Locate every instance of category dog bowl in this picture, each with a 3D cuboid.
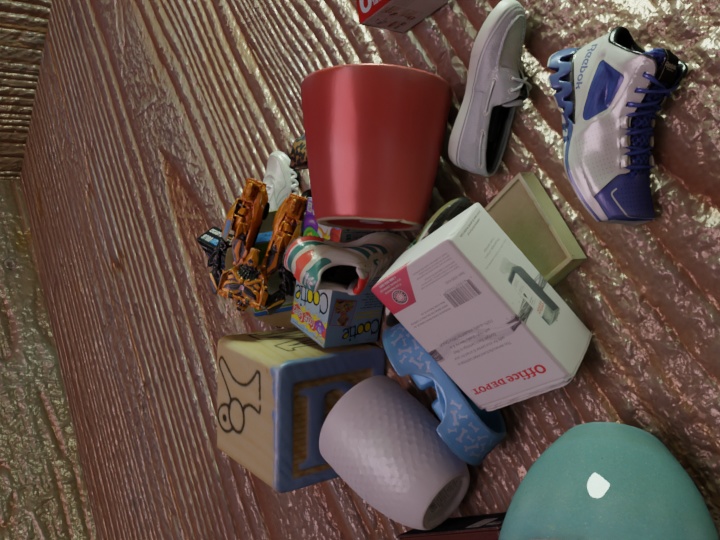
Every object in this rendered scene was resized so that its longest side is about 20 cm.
[{"bbox_3d":[0.107,0.141,0.851,0.050,0.111,0.201,-39,75,20],"label":"dog bowl"}]

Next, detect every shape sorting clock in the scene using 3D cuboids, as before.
[{"bbox_3d":[-0.121,-0.002,1.117,0.039,0.198,0.201,-87,10,-67],"label":"shape sorting clock"}]

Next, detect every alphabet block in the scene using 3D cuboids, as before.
[{"bbox_3d":[-0.097,0.203,1.074,0.199,0.195,0.197,12,101,52],"label":"alphabet block"}]

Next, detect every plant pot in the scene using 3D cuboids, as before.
[{"bbox_3d":[0.238,0.226,0.655,0.200,0.199,0.135,-32,33,50],"label":"plant pot"},{"bbox_3d":[0.016,-0.146,0.880,0.200,0.199,0.179,0,87,53],"label":"plant pot"}]

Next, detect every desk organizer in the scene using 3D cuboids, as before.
[{"bbox_3d":[0.140,0.359,0.871,0.200,0.071,0.078,-33,69,50],"label":"desk organizer"}]

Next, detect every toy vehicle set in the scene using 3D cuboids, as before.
[{"bbox_3d":[0.169,-0.007,0.837,0.200,0.026,0.125,-50,55,43],"label":"toy vehicle set"}]

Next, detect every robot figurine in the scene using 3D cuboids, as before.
[{"bbox_3d":[-0.158,-0.031,1.050,0.144,0.058,0.201,19,96,5],"label":"robot figurine"}]

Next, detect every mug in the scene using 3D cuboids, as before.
[{"bbox_3d":[0.057,0.269,0.935,0.175,0.147,0.201,36,151,38],"label":"mug"}]

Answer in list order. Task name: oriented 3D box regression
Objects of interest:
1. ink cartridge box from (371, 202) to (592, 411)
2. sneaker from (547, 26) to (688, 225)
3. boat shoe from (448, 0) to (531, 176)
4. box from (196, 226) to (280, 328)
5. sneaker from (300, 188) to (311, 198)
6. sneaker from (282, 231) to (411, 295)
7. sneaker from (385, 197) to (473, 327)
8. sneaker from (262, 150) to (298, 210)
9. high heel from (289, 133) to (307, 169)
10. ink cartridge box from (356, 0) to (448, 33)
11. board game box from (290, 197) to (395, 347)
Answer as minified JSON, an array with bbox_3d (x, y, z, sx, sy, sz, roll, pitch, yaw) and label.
[{"bbox_3d":[0.134,0.047,0.766,0.200,0.085,0.145,49,139,-6],"label":"ink cartridge box"},{"bbox_3d":[0.257,-0.151,0.663,0.115,0.080,0.201,-29,68,53],"label":"sneaker"},{"bbox_3d":[0.164,-0.206,0.803,0.071,0.070,0.202,35,124,35],"label":"boat shoe"},{"bbox_3d":[-0.211,0.009,1.255,0.200,0.046,0.160,21,145,56],"label":"box"},{"bbox_3d":[-0.108,-0.047,1.170,0.080,0.073,0.201,41,124,46],"label":"sneaker"},{"bbox_3d":[0.000,0.000,0.919,0.094,0.199,0.071,51,133,44],"label":"sneaker"},{"bbox_3d":[0.079,-0.019,0.886,0.201,0.076,0.089,-61,30,29],"label":"sneaker"},{"bbox_3d":[-0.161,-0.113,1.230,0.075,0.081,0.202,15,103,54],"label":"sneaker"},{"bbox_3d":[-0.063,-0.154,1.093,0.143,0.071,0.201,-44,42,38],"label":"high heel"},{"bbox_3d":[0.074,-0.436,0.883,0.199,0.083,0.177,-17,79,53],"label":"ink cartridge box"},{"bbox_3d":[-0.027,0.000,1.037,0.103,0.104,0.202,28,114,49],"label":"board game box"}]
